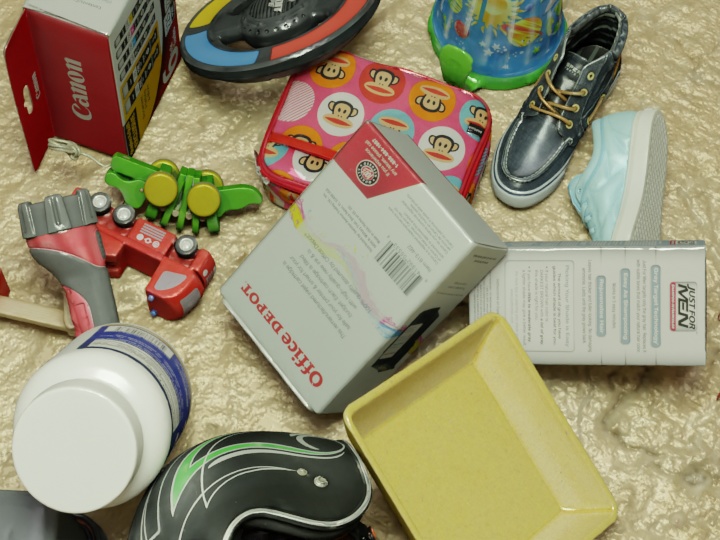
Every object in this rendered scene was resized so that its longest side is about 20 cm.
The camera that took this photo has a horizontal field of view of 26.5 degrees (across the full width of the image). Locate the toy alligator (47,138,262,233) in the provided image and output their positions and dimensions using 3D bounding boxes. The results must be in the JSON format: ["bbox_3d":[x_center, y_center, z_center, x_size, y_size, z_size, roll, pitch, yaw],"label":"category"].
[{"bbox_3d":[-0.188,-0.070,1.373,0.197,0.059,0.055,13,106,-8],"label":"toy alligator"}]

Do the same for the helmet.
[{"bbox_3d":[-0.086,0.219,1.160,0.188,0.201,0.202,-10,64,-12],"label":"helmet"}]

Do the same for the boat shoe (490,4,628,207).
[{"bbox_3d":[0.182,-0.156,1.411,0.070,0.091,0.201,28,65,14],"label":"boat shoe"}]

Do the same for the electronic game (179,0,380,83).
[{"bbox_3d":[-0.075,-0.237,1.429,0.197,0.042,0.201,-14,35,10],"label":"electronic game"}]

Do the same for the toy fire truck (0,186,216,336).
[{"bbox_3d":[-0.242,0.006,1.342,0.198,0.049,0.142,26,66,10],"label":"toy fire truck"}]

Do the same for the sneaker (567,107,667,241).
[{"bbox_3d":[0.226,-0.050,1.384,0.081,0.074,0.202,0,64,32],"label":"sneaker"}]

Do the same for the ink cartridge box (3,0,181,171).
[{"bbox_3d":[-0.233,-0.194,1.357,0.083,0.201,0.177,18,64,7],"label":"ink cartridge box"}]

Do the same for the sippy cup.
[{"bbox_3d":[0.135,-0.263,1.442,0.137,0.131,0.180,-4,64,-3],"label":"sippy cup"}]

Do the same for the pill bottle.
[{"bbox_3d":[-0.197,0.113,1.156,0.118,0.200,0.122,0,97,2],"label":"pill bottle"}]

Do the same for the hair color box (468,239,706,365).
[{"bbox_3d":[0.192,0.026,1.294,0.197,0.061,0.101,0,95,13],"label":"hair color box"}]

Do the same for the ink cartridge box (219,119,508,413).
[{"bbox_3d":[0.000,0.000,1.281,0.200,0.083,0.146,-47,69,16],"label":"ink cartridge box"}]

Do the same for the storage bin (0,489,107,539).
[{"bbox_3d":[-0.277,0.261,1.165,0.143,0.135,0.202,3,62,0],"label":"storage bin"}]

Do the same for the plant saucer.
[{"bbox_3d":[0.090,0.162,1.224,0.199,0.048,0.201,-29,87,-39],"label":"plant saucer"}]

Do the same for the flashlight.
[{"bbox_3d":[-0.235,0.036,1.278,0.067,0.067,0.203,-14,95,-43],"label":"flashlight"}]

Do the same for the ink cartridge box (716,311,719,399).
[{"bbox_3d":[0.358,0.008,1.324,0.050,0.109,0.200,37,68,16],"label":"ink cartridge box"}]

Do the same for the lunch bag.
[{"bbox_3d":[0.009,-0.097,1.388,0.198,0.082,0.178,19,68,10],"label":"lunch bag"}]
